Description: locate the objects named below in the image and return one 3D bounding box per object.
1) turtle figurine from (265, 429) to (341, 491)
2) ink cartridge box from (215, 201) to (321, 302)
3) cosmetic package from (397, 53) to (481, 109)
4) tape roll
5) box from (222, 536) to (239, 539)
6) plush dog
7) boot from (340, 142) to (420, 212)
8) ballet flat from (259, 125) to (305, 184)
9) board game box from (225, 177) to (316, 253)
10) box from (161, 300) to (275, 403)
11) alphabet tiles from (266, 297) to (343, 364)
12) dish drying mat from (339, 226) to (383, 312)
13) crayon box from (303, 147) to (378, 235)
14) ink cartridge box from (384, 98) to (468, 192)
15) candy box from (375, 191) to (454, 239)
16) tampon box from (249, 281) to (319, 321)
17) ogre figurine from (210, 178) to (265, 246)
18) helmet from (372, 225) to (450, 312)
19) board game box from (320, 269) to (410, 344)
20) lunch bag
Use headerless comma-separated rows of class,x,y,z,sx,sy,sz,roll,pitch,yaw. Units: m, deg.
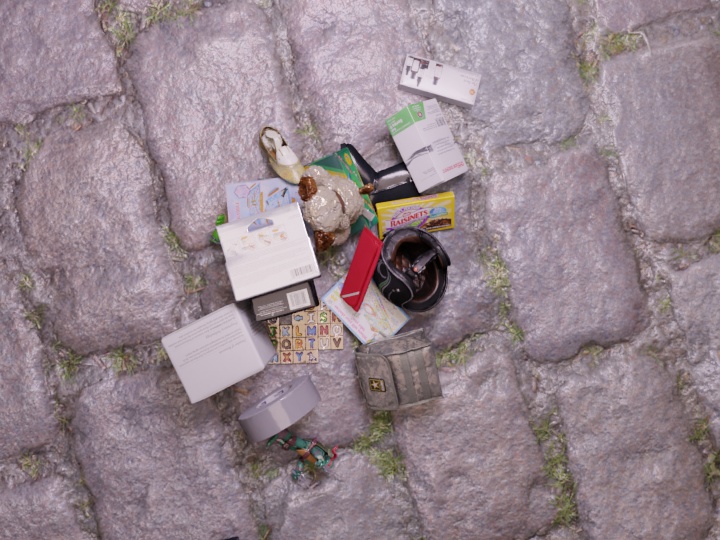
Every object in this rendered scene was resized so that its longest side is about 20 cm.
turtle figurine,-0.139,0.471,1.639,0.199,0.101,0.150,33,131,-1
ink cartridge box,-0.207,-0.041,1.450,0.198,0.044,0.175,-17,85,-2
cosmetic package,0.201,-0.482,1.646,0.198,0.051,0.083,14,92,-3
tape roll,-0.197,0.336,1.577,0.199,0.200,0.067,-31,92,-1
box,-0.393,0.783,1.630,0.198,0.104,0.149,-13,93,-2
plush dog,-0.067,-0.145,1.478,0.159,0.172,0.201,-12,106,35
boot,0.052,-0.249,1.632,0.167,0.076,0.202,-20,99,2
ballet flat,-0.195,-0.289,1.577,0.070,0.071,0.200,-36,55,-1
board game box,-0.216,-0.124,1.543,0.197,0.041,0.202,-7,67,-5
box,-0.336,0.186,1.567,0.199,0.199,0.172,-27,92,2
alphabet tiles,-0.144,0.156,1.671,0.198,0.008,0.169,-1,91,-2
dish drying mat,0.000,0.000,1.564,0.018,0.077,0.201,-7,129,-39
crayon box,-0.050,-0.187,1.596,0.118,0.058,0.201,-15,105,38
ink cartridge box,0.165,-0.309,1.596,0.084,0.146,0.201,-24,93,40
candy box,0.140,-0.139,1.638,0.198,0.027,0.103,-10,129,-2
tampon box,-0.188,0.046,1.565,0.149,0.200,0.127,-15,86,-1
ogre figurine,-0.275,-0.124,1.618,0.120,0.098,0.200,41,73,14
helmet,0.122,0.000,1.589,0.198,0.191,0.202,0,65,0
board game box,0.012,0.097,1.658,0.134,0.034,0.200,-44,95,-2
lunch bag,0.090,0.254,1.614,0.198,0.118,0.165,-14,109,-3
